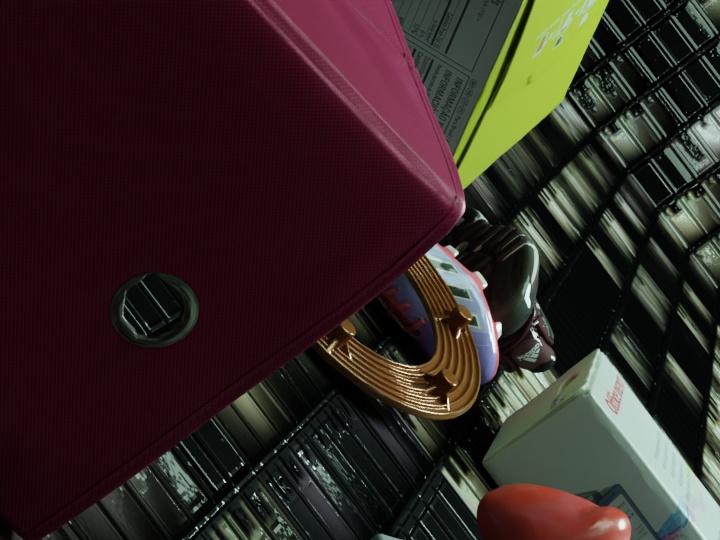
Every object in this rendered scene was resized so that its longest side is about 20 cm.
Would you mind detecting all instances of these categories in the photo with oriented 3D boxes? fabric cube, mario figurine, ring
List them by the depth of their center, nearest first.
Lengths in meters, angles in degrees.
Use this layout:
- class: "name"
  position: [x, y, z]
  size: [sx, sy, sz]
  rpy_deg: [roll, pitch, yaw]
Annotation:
- class: "fabric cube"
  position: [-0.113, -0.072, 0.784]
  size: [0.199, 0.196, 0.200]
  rpy_deg: [46, 14, -32]
- class: "mario figurine"
  position: [0.103, 0.203, 1.160]
  size: [0.200, 0.106, 0.123]
  rpy_deg: [66, -23, 12]
- class: "ring"
  position: [0.000, 0.000, 1.325]
  size: [0.200, 0.019, 0.201]
  rpy_deg: [37, 26, -22]

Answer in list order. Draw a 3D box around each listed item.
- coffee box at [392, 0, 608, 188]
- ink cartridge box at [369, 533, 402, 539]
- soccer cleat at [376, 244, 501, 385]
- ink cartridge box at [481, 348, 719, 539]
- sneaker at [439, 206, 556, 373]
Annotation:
- class: "coffee box"
  position: [0.038, -0.189, 1.394]
  size: [0.198, 0.200, 0.200]
  rpy_deg: [33, 39, 12]
- class: "ink cartridge box"
  position: [0.103, 0.211, 0.995]
  size: [0.200, 0.043, 0.196]
  rpy_deg: [17, 30, -29]
- class: "soccer cleat"
  position: [0.016, -0.010, 1.446]
  size: [0.076, 0.067, 0.200]
  rpy_deg: [-24, 85, -39]
- class: "ink cartridge box"
  position: [0.173, 0.160, 1.453]
  size: [0.200, 0.087, 0.145]
  rpy_deg: [54, 12, -1]
- class: "sneaker"
  position: [0.103, 0.030, 1.565]
  size: [0.116, 0.076, 0.200]
  rpy_deg: [54, 4, -18]
